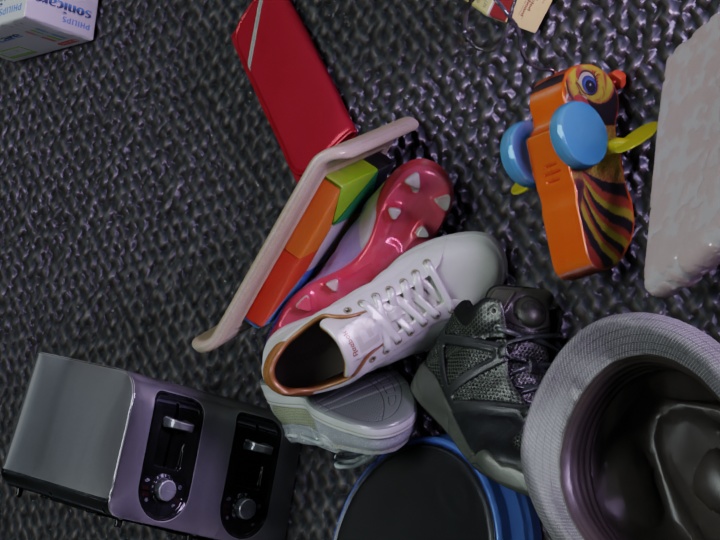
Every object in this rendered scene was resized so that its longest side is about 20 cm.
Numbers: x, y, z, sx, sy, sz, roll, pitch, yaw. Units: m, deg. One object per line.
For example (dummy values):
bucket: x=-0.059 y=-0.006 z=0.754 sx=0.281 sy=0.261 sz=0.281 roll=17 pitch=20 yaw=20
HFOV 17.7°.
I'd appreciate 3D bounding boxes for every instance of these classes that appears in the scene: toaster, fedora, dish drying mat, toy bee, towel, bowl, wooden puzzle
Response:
toaster: x=-0.170 y=0.147 z=1.848 sx=0.200 sy=0.180 sz=0.119 roll=8 pitch=81 yaw=50
fedora: x=0.205 y=0.125 z=1.466 sx=0.200 sy=0.090 sz=0.177 roll=35 pitch=107 yaw=43
dish drying mat: x=-0.060 y=-0.157 z=1.942 sx=0.077 sy=0.018 sz=0.200 roll=-49 pitch=44 yaw=27
toy bee: x=0.157 y=-0.100 z=1.611 sx=0.131 sy=0.108 sz=0.201 roll=10 pitch=111 yaw=44
towel: x=0.249 y=-0.099 z=1.471 sx=0.200 sy=0.032 sz=0.192 roll=-43 pitch=33 yaw=55
bowl: x=0.048 y=0.216 z=1.667 sx=0.200 sy=0.039 sz=0.201 roll=-20 pitch=63 yaw=46
wooden puzzle: x=-0.035 y=-0.026 z=1.768 sx=0.037 sy=0.185 sz=0.200 roll=38 pitch=110 yaw=8

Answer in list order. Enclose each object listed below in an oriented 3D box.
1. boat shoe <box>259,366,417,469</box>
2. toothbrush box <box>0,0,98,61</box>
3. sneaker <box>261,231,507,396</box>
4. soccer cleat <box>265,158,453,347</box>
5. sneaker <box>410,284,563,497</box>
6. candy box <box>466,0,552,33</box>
boat shoe: x=-0.013 y=0.112 z=1.740 sx=0.202 sy=0.074 sz=0.065 roll=10 pitch=120 yaw=61
toothbrush box: x=-0.321 y=-0.320 z=2.263 sx=0.145 sy=0.086 sz=0.201 roll=-8 pitch=71 yaw=49
sneaker: x=0.020 y=0.040 z=1.678 sx=0.200 sy=0.073 sz=0.085 roll=-30 pitch=7 yaw=7
soccer cleat: x=0.000 y=0.000 z=1.757 sx=0.200 sy=0.067 sz=0.076 roll=-53 pitch=9 yaw=5
sneaker: x=0.112 y=0.081 z=1.605 sx=0.199 sy=0.076 sz=0.115 roll=48 pitch=121 yaw=53
candy box: x=0.090 y=-0.276 z=1.771 sx=0.200 sy=0.055 sz=0.116 roll=44 pitch=112 yaw=48
